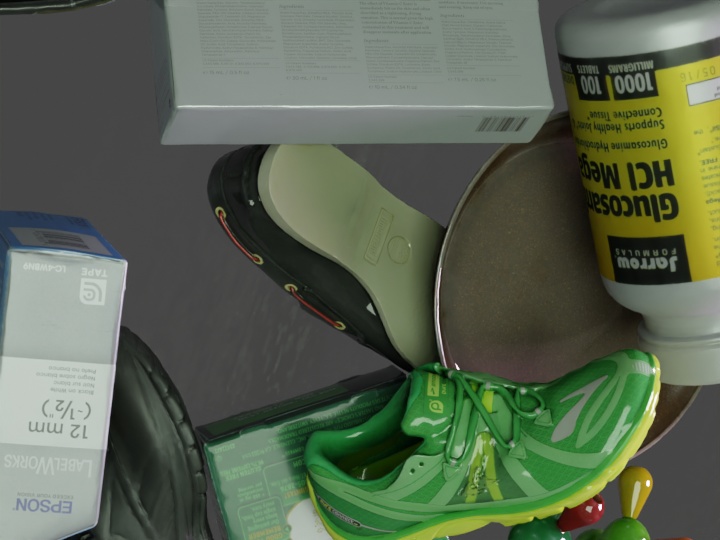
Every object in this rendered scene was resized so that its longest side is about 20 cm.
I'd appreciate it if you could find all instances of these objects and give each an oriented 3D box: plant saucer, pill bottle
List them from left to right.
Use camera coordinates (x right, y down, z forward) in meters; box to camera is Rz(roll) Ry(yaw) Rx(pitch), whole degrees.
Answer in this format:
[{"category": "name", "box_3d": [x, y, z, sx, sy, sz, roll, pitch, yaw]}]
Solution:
[{"category": "plant saucer", "box_3d": [0.116, 0.010, 1.464, 0.200, 0.032, 0.201, -5, 100, -32]}, {"category": "pill bottle", "box_3d": [0.173, -0.047, 1.409, 0.112, 0.112, 0.200, -16, 104, -12]}]

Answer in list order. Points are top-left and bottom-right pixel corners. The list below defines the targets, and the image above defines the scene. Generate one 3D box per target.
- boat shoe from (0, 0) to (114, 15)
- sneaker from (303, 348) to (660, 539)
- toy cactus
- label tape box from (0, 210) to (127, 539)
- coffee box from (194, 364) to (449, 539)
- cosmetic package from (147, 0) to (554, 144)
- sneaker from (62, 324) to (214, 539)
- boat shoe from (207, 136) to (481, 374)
[{"category": "boat shoe", "box_3d": [-0.206, -0.156, 1.354, 0.199, 0.066, 0.070, 3, 98, -15]}, {"category": "sneaker", "box_3d": [0.061, 0.087, 1.379, 0.200, 0.074, 0.084, -23, 125, 16]}, {"category": "toy cactus", "box_3d": [0.099, 0.192, 1.434, 0.165, 0.102, 0.200, -32, 143, -47]}, {"category": "label tape box", "box_3d": [-0.169, 0.078, 1.363, 0.066, 0.143, 0.201, 3, 98, -15]}, {"category": "coffee box", "box_3d": [-0.010, 0.166, 1.472, 0.123, 0.044, 0.200, -18, 103, -11]}, {"category": "cosmetic package", "box_3d": [-0.009, -0.142, 1.384, 0.199, 0.052, 0.151, 0, 70, -15]}, {"category": "sneaker", "box_3d": [-0.122, 0.128, 1.423, 0.091, 0.076, 0.201, -15, 101, -8]}, {"category": "boat shoe", "box_3d": [0.001, -0.002, 1.441, 0.201, 0.063, 0.074, 42, 60, -30]}]
